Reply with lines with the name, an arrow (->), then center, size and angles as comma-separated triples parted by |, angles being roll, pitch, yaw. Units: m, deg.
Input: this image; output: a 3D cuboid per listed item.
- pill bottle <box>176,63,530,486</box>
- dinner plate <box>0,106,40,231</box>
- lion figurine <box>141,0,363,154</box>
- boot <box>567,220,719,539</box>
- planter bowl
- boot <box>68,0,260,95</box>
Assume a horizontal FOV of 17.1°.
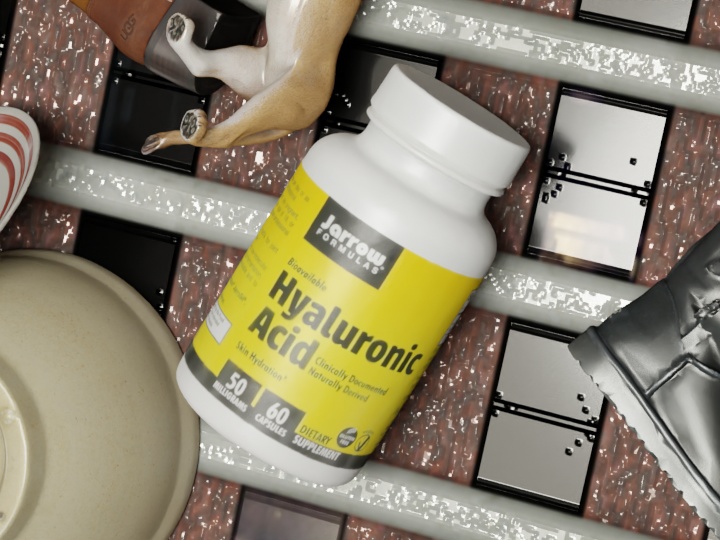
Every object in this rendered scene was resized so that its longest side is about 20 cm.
pill bottle -> 0.000, 0.000, 1.220 | 0.111, 0.111, 0.200 | 34, 101, 14
dinner plate -> -0.248, -0.012, 1.279 | 0.200, 0.200, 0.024 | -28, 120, 17
lion figurine -> -0.025, -0.133, 1.229 | 0.072, 0.122, 0.200 | 49, 115, 37
boot -> 0.229, 0.036, 1.178 | 0.200, 0.066, 0.165 | -39, 88, 8
planter bowl -> -0.202, 0.090, 1.277 | 0.200, 0.135, 0.201 | 1, 92, 17
boot -> -0.119, -0.218, 1.288 | 0.200, 0.068, 0.188 | 33, 109, 21
